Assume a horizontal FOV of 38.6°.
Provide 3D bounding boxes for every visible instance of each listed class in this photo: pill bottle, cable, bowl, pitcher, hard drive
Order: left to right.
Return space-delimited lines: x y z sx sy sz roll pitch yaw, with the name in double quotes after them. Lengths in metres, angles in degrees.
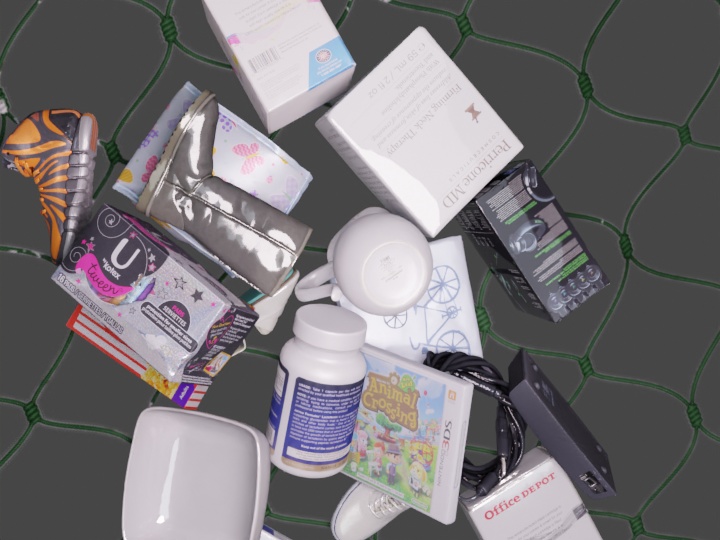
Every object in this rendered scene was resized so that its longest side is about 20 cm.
-0.203 0.283 1.327 0.197 0.074 0.203 8 88 24 "bowl"
-0.055 0.153 1.324 0.114 0.116 0.203 9 110 -8 "pill bottle"
0.000 0.000 1.284 0.171 0.200 0.122 -36 106 -3 "pitcher"
0.146 0.192 1.369 0.162 0.051 0.202 -28 91 -28 "cable"
0.268 0.210 1.391 0.042 0.135 0.201 -37 98 15 "hard drive"

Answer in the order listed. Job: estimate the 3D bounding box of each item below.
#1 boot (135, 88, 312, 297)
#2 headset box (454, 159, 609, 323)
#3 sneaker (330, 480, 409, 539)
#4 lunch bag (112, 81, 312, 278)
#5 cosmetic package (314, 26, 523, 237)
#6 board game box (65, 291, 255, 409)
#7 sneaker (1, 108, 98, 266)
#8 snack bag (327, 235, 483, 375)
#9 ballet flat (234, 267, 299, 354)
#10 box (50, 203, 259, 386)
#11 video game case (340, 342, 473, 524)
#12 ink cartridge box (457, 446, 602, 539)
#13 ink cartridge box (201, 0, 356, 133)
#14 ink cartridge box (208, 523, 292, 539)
-0.146 -0.091 1.227 0.198 0.073 0.184 29 100 -2 "boot"
0.218 -0.034 1.347 0.092 0.174 0.201 -35 96 -4 "headset box"
0.042 0.300 1.391 0.199 0.071 0.073 -40 97 -4 "sneaker"
-0.185 -0.109 1.316 0.199 0.127 0.171 34 86 2 "lunch bag"
0.070 -0.174 1.324 0.167 0.166 0.200 -44 98 -3 "cosmetic package"
-0.257 0.060 1.318 0.198 0.046 0.153 31 89 15 "board game box"
-0.403 -0.108 1.317 0.110 0.078 0.203 5 82 -4 "sneaker"
0.063 0.064 1.408 0.197 0.021 0.192 -12 94 -7 "snack bag"
-0.156 0.068 1.361 0.198 0.069 0.070 -31 96 2 "ballet flat"
-0.241 0.030 1.226 0.199 0.132 0.115 37 90 15 "box"
0.051 0.205 1.327 0.022 0.198 0.185 -6 108 -47 "video game case"
0.244 0.366 1.416 0.144 0.083 0.202 -30 96 -5 "ink cartridge box"
-0.111 -0.302 1.305 0.127 0.125 0.202 -28 88 -6 "ink cartridge box"
-0.151 0.450 1.388 0.198 0.041 0.202 30 89 -8 "ink cartridge box"
